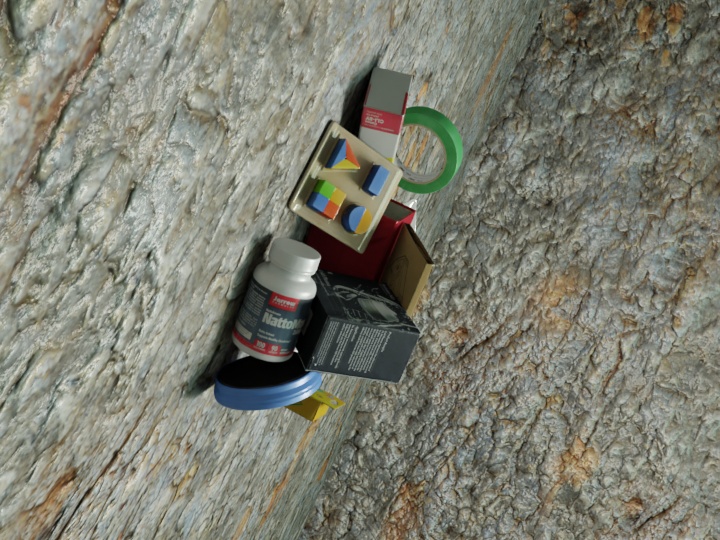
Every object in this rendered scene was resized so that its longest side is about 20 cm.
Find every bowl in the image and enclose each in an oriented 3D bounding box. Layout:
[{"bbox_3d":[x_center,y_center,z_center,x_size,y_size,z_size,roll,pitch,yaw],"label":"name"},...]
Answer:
[{"bbox_3d":[-0.171,0.198,1.378,0.201,0.199,0.040,-40,127,-65],"label":"bowl"}]

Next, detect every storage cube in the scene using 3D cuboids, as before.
[{"bbox_3d":[-0.007,-0.073,1.600,0.181,0.170,0.200,-67,169,19],"label":"storage cube"}]

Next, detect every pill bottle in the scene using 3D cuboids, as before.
[{"bbox_3d":[-0.147,0.050,1.343,0.201,0.119,0.120,-69,168,16],"label":"pill bottle"}]

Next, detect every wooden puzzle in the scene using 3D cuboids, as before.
[{"bbox_3d":[-0.017,-0.153,1.411,0.200,0.046,0.186,31,81,-34],"label":"wooden puzzle"}]

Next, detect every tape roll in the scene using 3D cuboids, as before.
[{"bbox_3d":[0.137,-0.279,1.743,0.048,0.199,0.201,-51,162,-51],"label":"tape roll"}]

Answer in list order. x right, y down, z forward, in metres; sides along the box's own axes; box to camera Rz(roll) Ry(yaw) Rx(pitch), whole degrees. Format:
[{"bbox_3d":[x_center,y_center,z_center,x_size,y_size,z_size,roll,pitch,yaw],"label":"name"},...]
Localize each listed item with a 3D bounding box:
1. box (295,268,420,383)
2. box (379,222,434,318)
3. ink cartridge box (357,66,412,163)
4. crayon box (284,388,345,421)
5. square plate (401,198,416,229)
[{"bbox_3d":[-0.023,0.102,1.428,0.125,0.196,0.200,-66,-151,20],"label":"box"},{"bbox_3d":[0.080,0.028,1.506,0.164,0.021,0.201,-114,-141,-55],"label":"box"},{"bbox_3d":[0.039,-0.280,1.505,0.201,0.083,0.146,102,-1,-46],"label":"ink cartridge box"},{"bbox_3d":[-0.139,0.272,1.643,0.051,0.199,0.127,-65,168,1],"label":"crayon box"},{"bbox_3d":[0.090,-0.076,1.934,0.198,0.028,0.201,-25,121,-57],"label":"square plate"}]
